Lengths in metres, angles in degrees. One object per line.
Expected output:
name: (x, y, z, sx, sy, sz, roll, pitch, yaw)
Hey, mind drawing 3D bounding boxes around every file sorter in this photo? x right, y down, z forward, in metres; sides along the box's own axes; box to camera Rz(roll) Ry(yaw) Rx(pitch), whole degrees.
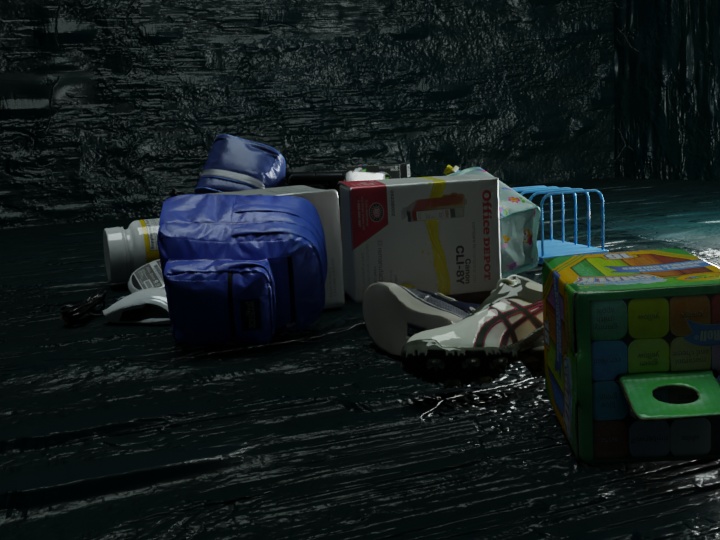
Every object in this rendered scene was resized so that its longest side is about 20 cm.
file sorter: (0.346, -0.089, 1.532, 0.135, 0.126, 0.200, -6, 10, -16)

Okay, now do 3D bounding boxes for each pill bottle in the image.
pill bottle: (-0.358, -0.037, 1.490, 0.196, 0.117, 0.114, -7, 9, -23)

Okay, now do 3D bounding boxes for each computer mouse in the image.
computer mouse: (-0.264, -0.001, 1.287, 0.197, 0.045, 0.110, -24, 46, -19)
computer mouse: (-0.323, 0.047, 1.171, 0.195, 0.045, 0.110, -1, 8, 16)

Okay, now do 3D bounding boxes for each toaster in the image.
toaster: (-0.046, -0.078, 1.432, 0.117, 0.186, 0.198, -3, 6, -41)

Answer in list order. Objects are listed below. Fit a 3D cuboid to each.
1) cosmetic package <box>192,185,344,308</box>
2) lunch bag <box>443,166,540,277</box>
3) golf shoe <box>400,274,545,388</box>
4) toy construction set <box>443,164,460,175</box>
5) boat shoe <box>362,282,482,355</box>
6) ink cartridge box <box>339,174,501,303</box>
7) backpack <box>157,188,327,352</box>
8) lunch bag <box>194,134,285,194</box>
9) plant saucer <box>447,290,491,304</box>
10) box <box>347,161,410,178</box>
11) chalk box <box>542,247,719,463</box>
cosmetic package: (-0.143, -0.029, 1.185, 0.196, 0.169, 0.164, -7, 9, -22)
lunch bag: (0.138, -0.059, 1.213, 0.196, 0.124, 0.171, -16, 33, -18)
golf shoe: (0.123, 0.055, 0.757, 0.195, 0.090, 0.077, -4, -25, -19)
toy construction set: (0.143, -0.086, 1.513, 0.091, 0.202, 0.132, 25, 63, 19)
boat shoe: (0.084, 0.060, 0.887, 0.091, 0.077, 0.199, -1, 14, -30)
ink cartridge box: (0.077, -0.044, 1.060, 0.195, 0.149, 0.083, -5, 10, -11)
backpack: (-0.136, 0.008, 0.995, 0.195, 0.165, 0.170, -3, 39, -5)
lunch bag: (-0.207, -0.113, 1.414, 0.133, 0.134, 0.201, 14, -31, 7)
plant saucer: (0.123, 0.052, 1.015, 0.195, 0.033, 0.200, -4, 8, 1)
box: (0.067, -0.297, 2.875, 0.195, 0.152, 0.124, 0, 10, 22)
chalk box: (0.209, 0.061, 0.611, 0.122, 0.127, 0.200, -3, 9, 4)
